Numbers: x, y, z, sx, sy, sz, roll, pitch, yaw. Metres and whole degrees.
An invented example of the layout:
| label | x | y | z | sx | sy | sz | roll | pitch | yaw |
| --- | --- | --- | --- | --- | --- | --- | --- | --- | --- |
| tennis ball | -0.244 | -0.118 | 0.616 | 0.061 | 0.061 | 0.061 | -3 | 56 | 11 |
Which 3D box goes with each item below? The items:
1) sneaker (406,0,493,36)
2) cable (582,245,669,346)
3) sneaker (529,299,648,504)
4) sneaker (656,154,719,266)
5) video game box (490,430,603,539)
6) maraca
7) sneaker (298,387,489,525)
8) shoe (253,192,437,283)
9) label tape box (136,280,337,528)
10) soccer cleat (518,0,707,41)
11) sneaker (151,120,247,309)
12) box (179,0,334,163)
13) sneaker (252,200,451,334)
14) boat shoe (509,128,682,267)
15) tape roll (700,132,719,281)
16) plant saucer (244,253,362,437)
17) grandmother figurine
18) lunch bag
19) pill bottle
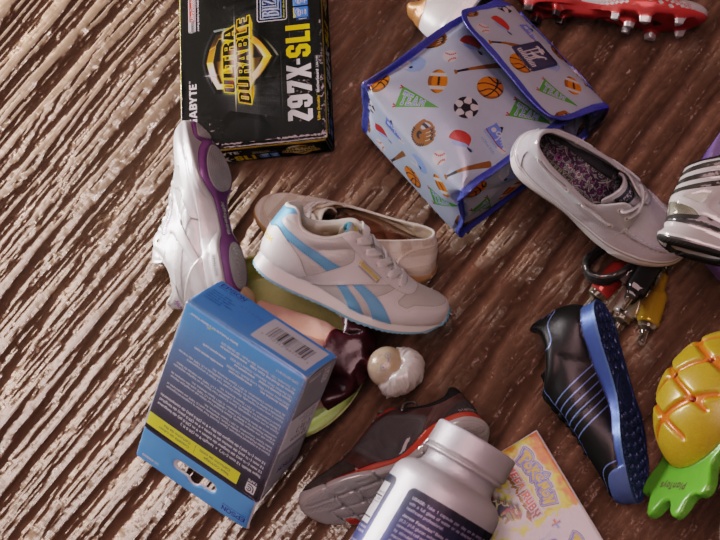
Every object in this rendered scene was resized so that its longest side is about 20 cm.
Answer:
| label | x | y | z | sx | sy | sz | roll | pitch | yaw |
| --- | --- | --- | --- | --- | --- | --- | --- | --- | --- |
| sneaker | 0.124 | -0.331 | 1.668 | 0.085 | 0.073 | 0.200 | 37 | 83 | 20 |
| cable | 0.293 | -0.024 | 1.574 | 0.097 | 0.050 | 0.200 | 34 | 72 | 15 |
| sneaker | 0.221 | 0.132 | 1.528 | 0.078 | 0.070 | 0.200 | -18 | 77 | 29 |
| sneaker | 0.380 | -0.050 | 1.430 | 0.200 | 0.076 | 0.115 | 18 | 81 | 6 |
| video game box | 0.143 | 0.283 | 1.505 | 0.182 | 0.047 | 0.200 | -30 | 71 | -1 |
| maraca | 0.322 | 0.141 | 1.468 | 0.107 | 0.137 | 0.200 | 32 | 74 | -10 |
| sneaker | 0.028 | 0.180 | 1.554 | 0.200 | 0.077 | 0.082 | -25 | 45 | 2 |
| shoe | -0.014 | -0.046 | 1.611 | 0.200 | 0.053 | 0.070 | 18 | 50 | 10 |
| label tape box | -0.124 | 0.132 | 1.541 | 0.143 | 0.066 | 0.200 | 32 | 124 | 16 |
| soccer cleat | 0.261 | -0.292 | 1.636 | 0.200 | 0.069 | 0.085 | 9 | 80 | 18 |
| sneaker | -0.178 | -0.055 | 1.611 | 0.100 | 0.075 | 0.200 | -16 | 74 | 22 |
| box | -0.112 | -0.218 | 1.693 | 0.160 | 0.049 | 0.200 | -4 | 74 | 7 |
| sneaker | 0.000 | 0.000 | 1.545 | 0.200 | 0.077 | 0.081 | 22 | 109 | -8 |
| boat shoe | 0.237 | -0.073 | 1.504 | 0.200 | 0.069 | 0.072 | 39 | 76 | -8 |
| tape roll | 0.420 | -0.066 | 1.514 | 0.200 | 0.085 | 0.200 | 0 | 77 | 1 |
| plant saucer | -0.084 | 0.080 | 1.612 | 0.200 | 0.031 | 0.200 | -3 | 73 | 9 |
| grandmother figurine | -0.033 | 0.082 | 1.557 | 0.200 | 0.061 | 0.121 | 13 | 86 | 16 |
| lunch bag | 0.126 | -0.167 | 1.599 | 0.200 | 0.124 | 0.170 | -34 | 71 | -15 |
| pill bottle | 0.058 | 0.242 | 1.451 | 0.111 | 0.111 | 0.200 | 29 | 84 | 17 |
